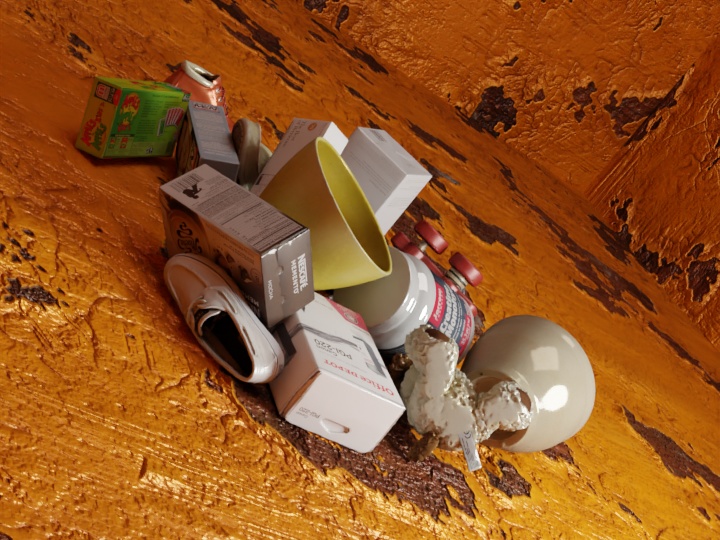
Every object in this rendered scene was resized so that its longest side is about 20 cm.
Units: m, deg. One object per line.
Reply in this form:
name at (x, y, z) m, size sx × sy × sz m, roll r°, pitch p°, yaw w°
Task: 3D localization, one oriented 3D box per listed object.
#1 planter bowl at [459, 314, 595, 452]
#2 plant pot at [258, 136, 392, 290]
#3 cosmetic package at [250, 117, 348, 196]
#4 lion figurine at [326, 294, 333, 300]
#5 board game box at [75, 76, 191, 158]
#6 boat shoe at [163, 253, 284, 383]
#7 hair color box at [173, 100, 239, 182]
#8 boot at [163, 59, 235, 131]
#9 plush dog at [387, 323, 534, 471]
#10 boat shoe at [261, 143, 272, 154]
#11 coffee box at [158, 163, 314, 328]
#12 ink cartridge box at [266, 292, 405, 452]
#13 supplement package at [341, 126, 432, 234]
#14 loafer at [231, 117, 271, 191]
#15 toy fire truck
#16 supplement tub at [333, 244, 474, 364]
planter bowl at (0.220, 0.179, 1.753) m, size 0.200 × 0.201 × 0.135 m, roll 44°, pitch 33°, yaw 15°
plant pot at (-0.068, -0.053, 1.592) m, size 0.201 × 0.141 × 0.200 m, roll 58°, pitch 12°, yaw -21°
cosmetic package at (-0.103, -0.121, 1.722) m, size 0.082 × 0.201 × 0.051 m, roll 13°, pitch -24°, yaw 40°
lion figurine at (0.000, 0.000, 1.779) m, size 0.122 × 0.201 × 0.072 m, roll -26°, pitch 47°, yaw -37°
board game box at (-0.319, -0.215, 1.727) m, size 0.047 × 0.102 × 0.200 m, roll 22°, pitch 13°, yaw 16°
boat shoe at (-0.173, 0.056, 1.431) m, size 0.200 × 0.072 × 0.066 m, roll 51°, pitch 20°, yaw 18°
hair color box at (-0.227, -0.161, 1.779) m, size 0.060 × 0.100 × 0.200 m, roll 8°, pitch 28°, yaw -18°
boot at (-0.241, -0.265, 2.021) m, size 0.199 × 0.107 × 0.075 m, roll 31°, pitch 17°, yaw -30°
plush dog at (0.111, 0.181, 1.632) m, size 0.199 × 0.161 × 0.172 m, roll 34°, pitch -2°, yaw -3°
boat shoe at (-0.167, -0.154, 1.947) m, size 0.200 × 0.074 × 0.066 m, roll 47°, pitch 14°, yaw 24°
coffee box at (-0.152, -0.032, 1.495) m, size 0.080 × 0.114 × 0.200 m, roll -32°, pitch 48°, yaw -32°
ink cartridge box at (-0.046, 0.115, 1.513) m, size 0.145 × 0.085 × 0.200 m, roll 27°, pitch 23°, yaw -32°
supplement package at (-0.004, -0.118, 1.981) m, size 0.120 × 0.200 × 0.121 m, roll 44°, pitch 18°, yaw 15°
loafer at (-0.151, -0.151, 1.793) m, size 0.068 × 0.200 × 0.076 m, roll -6°, pitch 57°, yaw -8°
toy fire truck at (0.129, 0.011, 2.120) m, size 0.200 × 0.112 × 0.168 m, roll 44°, pitch -1°, yaw 13°
supplement tub at (0.063, 0.060, 1.724) m, size 0.200 × 0.140 × 0.141 m, roll 38°, pitch 12°, yaw -51°
